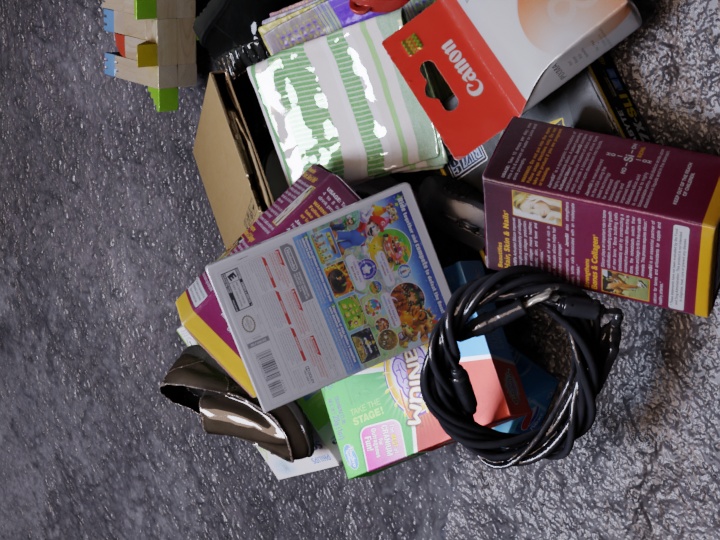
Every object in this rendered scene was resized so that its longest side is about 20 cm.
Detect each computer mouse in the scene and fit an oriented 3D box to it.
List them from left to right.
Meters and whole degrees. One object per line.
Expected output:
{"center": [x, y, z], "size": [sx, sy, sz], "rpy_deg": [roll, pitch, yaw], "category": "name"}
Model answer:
{"center": [0.123, -0.027, 1.401], "size": [0.200, 0.034, 0.059], "rpy_deg": [35, 122, 32], "category": "computer mouse"}

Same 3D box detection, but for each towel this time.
{"center": [-0.013, -0.155, 1.477], "size": [0.199, 0.023, 0.154], "rpy_deg": [-11, 103, 40], "category": "towel"}
{"center": [0.006, -0.210, 1.489], "size": [0.199, 0.023, 0.145], "rpy_deg": [-15, 106, 30], "category": "towel"}

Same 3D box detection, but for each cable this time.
{"center": [0.131, 0.092, 1.321], "size": [0.051, 0.162, 0.201], "rpy_deg": [-97, 24, -57], "category": "cable"}

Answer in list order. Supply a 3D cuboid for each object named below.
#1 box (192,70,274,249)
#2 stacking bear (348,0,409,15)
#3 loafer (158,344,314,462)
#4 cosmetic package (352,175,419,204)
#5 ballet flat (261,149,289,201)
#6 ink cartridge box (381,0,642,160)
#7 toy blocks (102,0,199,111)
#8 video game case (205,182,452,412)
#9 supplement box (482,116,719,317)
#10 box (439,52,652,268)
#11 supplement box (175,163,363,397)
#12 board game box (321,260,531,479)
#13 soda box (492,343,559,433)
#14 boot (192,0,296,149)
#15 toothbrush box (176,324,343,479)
{"center": [-0.137, -0.099, 1.623], "size": [0.200, 0.021, 0.165], "rpy_deg": [119, 133, -68], "category": "box"}
{"center": [0.003, -0.329, 1.409], "size": [0.114, 0.120, 0.201], "rpy_deg": [78, 178, -64], "category": "stacking bear"}
{"center": [-0.128, 0.147, 1.543], "size": [0.199, 0.071, 0.073], "rpy_deg": [25, 139, 37], "category": "loafer"}
{"center": [0.000, 0.000, 1.573], "size": [0.082, 0.050, 0.201], "rpy_deg": [33, 121, 34], "category": "cosmetic package"}
{"center": [-0.066, -0.031, 1.626], "size": [0.069, 0.069, 0.202], "rpy_deg": [14, 114, 40], "category": "ballet flat"}
{"center": [0.121, -0.218, 1.328], "size": [0.199, 0.050, 0.163], "rpy_deg": [-35, 58, 9], "category": "ink cartridge box"}
{"center": [-0.240, -0.290, 1.706], "size": [0.136, 0.099, 0.202], "rpy_deg": [21, 115, 50], "category": "toy blocks"}
{"center": [-0.022, 0.024, 1.375], "size": [0.018, 0.199, 0.144], "rpy_deg": [-142, 30, -79], "category": "video game case"}
{"center": [0.209, -0.046, 1.280], "size": [0.198, 0.086, 0.111], "rpy_deg": [14, 140, 20], "category": "supplement box"}
{"center": [0.161, -0.117, 1.398], "size": [0.200, 0.049, 0.161], "rpy_deg": [-33, 76, 42], "category": "box"}
{"center": [-0.070, 0.006, 1.441], "size": [0.200, 0.131, 0.103], "rpy_deg": [-45, 102, -1], "category": "supplement box"}
{"center": [0.051, 0.097, 1.459], "size": [0.199, 0.040, 0.154], "rpy_deg": [-27, 75, 33], "category": "board game box"}
{"center": [0.094, 0.087, 1.499], "size": [0.200, 0.064, 0.068], "rpy_deg": [37, 123, 30], "category": "soda box"}
{"center": [-0.083, -0.238, 1.569], "size": [0.211, 0.079, 0.159], "rpy_deg": [-45, 65, 48], "category": "boot"}
{"center": [-0.082, 0.108, 1.595], "size": [0.201, 0.086, 0.145], "rpy_deg": [56, 149, -7], "category": "toothbrush box"}
